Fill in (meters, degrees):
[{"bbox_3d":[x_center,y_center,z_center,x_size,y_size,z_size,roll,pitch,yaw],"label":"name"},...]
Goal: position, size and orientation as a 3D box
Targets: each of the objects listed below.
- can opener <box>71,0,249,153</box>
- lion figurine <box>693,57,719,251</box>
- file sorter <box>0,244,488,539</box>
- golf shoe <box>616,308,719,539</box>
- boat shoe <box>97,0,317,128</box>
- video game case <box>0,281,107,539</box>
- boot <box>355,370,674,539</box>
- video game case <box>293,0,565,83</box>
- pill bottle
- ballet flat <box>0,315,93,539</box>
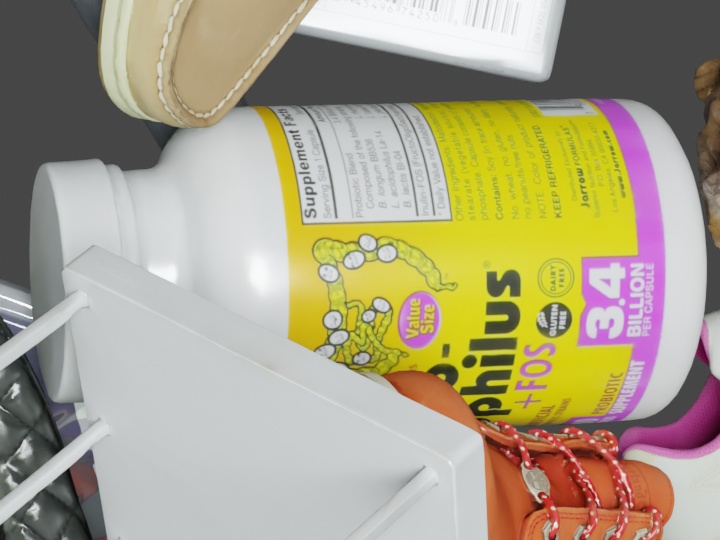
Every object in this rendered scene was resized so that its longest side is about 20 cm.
[{"bbox_3d":[-0.093,-0.092,0.780,0.066,0.200,0.054,-24,56,2],"label":"can opener"},{"bbox_3d":[0.172,-0.082,0.826,0.072,0.122,0.201,36,91,-6],"label":"lion figurine"},{"bbox_3d":[-0.053,0.126,0.703,0.124,0.138,0.201,-38,138,-37],"label":"file sorter"},{"bbox_3d":[0.165,0.021,0.861,0.091,0.075,0.200,37,90,-3],"label":"golf shoe"},{"bbox_3d":[-0.005,-0.125,0.750,0.066,0.074,0.201,31,92,28],"label":"boat shoe"},{"bbox_3d":[-0.119,0.101,0.862,0.199,0.023,0.183,19,93,-5],"label":"video game case"},{"bbox_3d":[0.043,0.069,0.784,0.107,0.200,0.075,-21,67,-3],"label":"boot"},{"bbox_3d":[-0.017,-0.171,0.857,0.198,0.023,0.184,11,94,-4],"label":"video game case"},{"bbox_3d":[0.000,0.000,0.813,0.198,0.104,0.105,-3,95,-15],"label":"pill bottle"},{"bbox_3d":[-0.124,0.065,0.804,0.057,0.066,0.201,-29,100,-31],"label":"ballet flat"}]
